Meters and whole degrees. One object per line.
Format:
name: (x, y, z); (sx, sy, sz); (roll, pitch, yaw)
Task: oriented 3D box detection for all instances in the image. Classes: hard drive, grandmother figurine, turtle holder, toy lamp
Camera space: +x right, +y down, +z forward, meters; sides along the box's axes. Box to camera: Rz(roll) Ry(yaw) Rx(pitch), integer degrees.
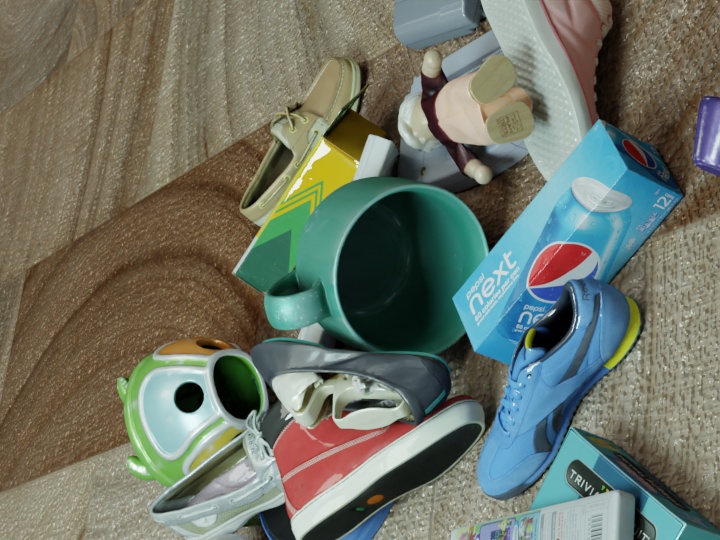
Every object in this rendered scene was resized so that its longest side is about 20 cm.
hard drive: (-0.010, -0.021, 1.588); (0.132, 0.026, 0.202); (39, -109, -84)
grandmother figurine: (0.085, -0.132, 1.451); (0.200, 0.060, 0.122); (-172, 67, -71)
turtle holder: (-0.155, 0.153, 1.667); (0.131, 0.140, 0.187); (-31, 46, 44)
toy lamp: (0.293, -0.165, 1.235); (0.058, 0.058, 0.202); (18, 85, 59)

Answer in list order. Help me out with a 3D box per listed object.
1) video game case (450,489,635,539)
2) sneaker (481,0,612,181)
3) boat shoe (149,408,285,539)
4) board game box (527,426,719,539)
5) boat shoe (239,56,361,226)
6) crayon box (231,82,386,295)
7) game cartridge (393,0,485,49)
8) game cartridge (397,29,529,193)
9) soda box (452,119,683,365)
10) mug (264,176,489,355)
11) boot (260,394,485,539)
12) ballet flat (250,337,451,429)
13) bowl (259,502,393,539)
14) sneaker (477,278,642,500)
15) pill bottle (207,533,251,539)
video game case: (0.120, 0.267, 1.188); (0.181, 0.022, 0.202); (-24, 53, 50)
sneaker: (0.178, -0.170, 1.415); (0.075, 0.104, 0.202); (-28, 79, 55)
boat shoe: (-0.108, 0.183, 1.561); (0.202, 0.065, 0.075); (-38, 41, 27)
board game box: (0.159, 0.236, 1.211); (0.201, 0.047, 0.151); (-63, 32, 9)
boat shoe: (-0.063, -0.134, 1.765); (0.074, 0.066, 0.202); (30, 98, 59)
crayon box: (-0.040, -0.079, 1.656); (0.201, 0.051, 0.127); (-56, 0, 23)
game cartridge: (0.091, -0.321, 1.669); (0.133, 0.040, 0.202); (-12, 62, 59)
game cartridge: (0.107, -0.145, 1.536); (0.199, 0.041, 0.134); (-25, 56, 49)
soda box: (0.161, -0.017, 1.345); (0.200, 0.064, 0.068); (-53, 34, 26)
mug: (0.007, -0.009, 1.466); (0.114, 0.184, 0.153); (17, 90, 62)
boot: (0.004, 0.125, 1.445); (0.199, 0.072, 0.145); (-33, 58, 20)
ballet flat: (-0.020, 0.097, 1.398); (0.198, 0.073, 0.074); (3, 73, 33)
bowl: (-0.030, 0.170, 1.558); (0.200, 0.039, 0.202); (-36, 44, 43)
sneaker: (0.133, 0.088, 1.314); (0.201, 0.078, 0.066); (-58, 34, 21)
pill bottle: (-0.159, 0.341, 1.594); (0.200, 0.104, 0.105); (-47, 37, 32)
